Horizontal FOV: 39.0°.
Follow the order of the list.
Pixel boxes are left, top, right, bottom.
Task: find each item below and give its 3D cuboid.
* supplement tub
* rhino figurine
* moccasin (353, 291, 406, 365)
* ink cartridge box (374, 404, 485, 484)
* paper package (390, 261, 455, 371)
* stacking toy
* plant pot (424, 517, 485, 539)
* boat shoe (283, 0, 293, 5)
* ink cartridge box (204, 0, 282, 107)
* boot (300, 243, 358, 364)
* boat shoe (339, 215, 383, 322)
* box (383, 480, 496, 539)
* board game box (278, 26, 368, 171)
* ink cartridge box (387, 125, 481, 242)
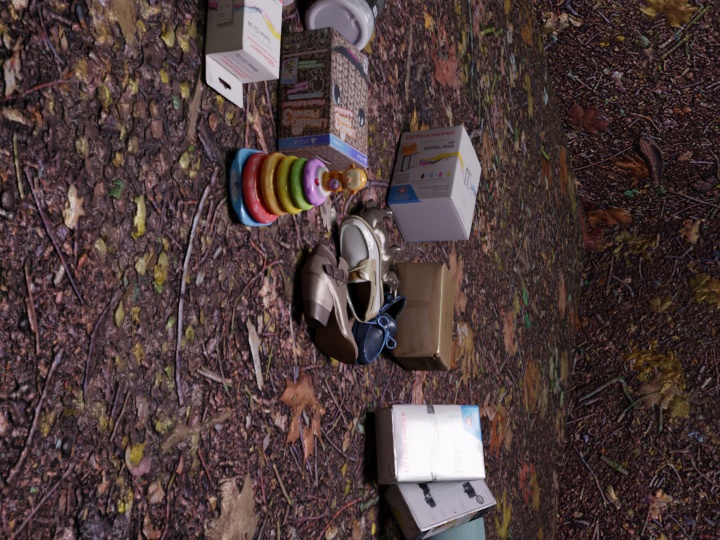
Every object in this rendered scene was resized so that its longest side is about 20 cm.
[{"bbox_3d":[-0.017,-0.484,1.811,0.201,0.122,0.123,-69,147,-43],"label":"supplement tub"},{"bbox_3d":[0.036,-0.034,1.950,0.087,0.059,0.201,-32,109,-58],"label":"rhino figurine"},{"bbox_3d":[0.037,0.100,1.946,0.201,0.068,0.081,-68,147,-46],"label":"moccasin"},{"bbox_3d":[0.133,0.339,1.980,0.199,0.084,0.146,5,72,-26],"label":"ink cartridge box"},{"bbox_3d":[0.131,0.098,2.103,0.191,0.103,0.201,53,39,-70],"label":"paper package"},{"bbox_3d":[-0.085,-0.127,1.505,0.110,0.199,0.117,-4,92,-67],"label":"stacking toy"},{"bbox_3d":[0.179,0.573,2.101,0.200,0.199,0.197,57,30,-51],"label":"plant pot"},{"bbox_3d":[-0.147,-0.510,1.575,0.201,0.071,0.068,60,36,-36],"label":"boat shoe"},{"bbox_3d":[-0.170,-0.354,1.496,0.116,0.067,0.202,26,63,-65],"label":"ink cartridge box"},{"bbox_3d":[-0.045,0.054,1.756,0.200,0.070,0.147,58,34,-51],"label":"boot"},{"bbox_3d":[0.000,0.000,1.860,0.068,0.074,0.201,-57,138,-58],"label":"boat shoe"},{"bbox_3d":[0.158,0.455,2.027,0.199,0.060,0.117,-11,58,-35],"label":"box"},{"bbox_3d":[-0.060,-0.283,1.716,0.159,0.096,0.202,18,70,-66],"label":"board game box"},{"bbox_3d":[0.159,-0.184,2.171,0.145,0.146,0.201,59,35,-48],"label":"ink cartridge box"}]
